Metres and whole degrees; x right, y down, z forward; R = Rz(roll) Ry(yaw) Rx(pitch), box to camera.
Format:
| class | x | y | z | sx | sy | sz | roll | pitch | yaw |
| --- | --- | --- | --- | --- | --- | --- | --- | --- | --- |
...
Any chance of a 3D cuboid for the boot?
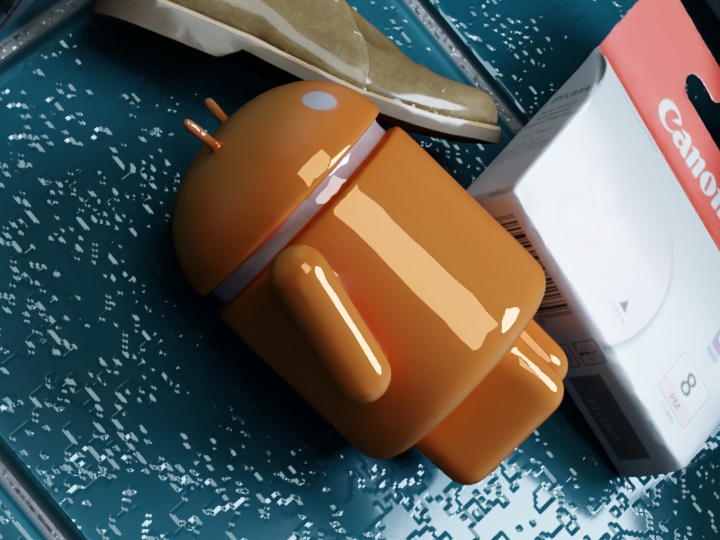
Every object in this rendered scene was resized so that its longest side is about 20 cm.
| class | x | y | z | sx | sy | sz | roll | pitch | yaw |
| --- | --- | --- | --- | --- | --- | --- | --- | --- | --- |
| boot | -0.017 | -0.113 | 1.188 | 0.199 | 0.074 | 0.076 | 22 | 83 | -18 |

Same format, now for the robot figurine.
| class | x | y | z | sx | sy | sz | roll | pitch | yaw |
| --- | --- | --- | --- | --- | --- | --- | --- | --- | --- |
| robot figurine | 0.000 | 0.000 | 1.129 | 0.200 | 0.117 | 0.144 | 44 | 54 | -4 |

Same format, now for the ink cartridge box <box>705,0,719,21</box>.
| class | x | y | z | sx | sy | sz | roll | pitch | yaw |
| --- | --- | --- | --- | --- | --- | --- | --- | --- | --- |
| ink cartridge box | 0.240 | -0.205 | 1.346 | 0.173 | 0.044 | 0.201 | -34 | 86 | -1 |

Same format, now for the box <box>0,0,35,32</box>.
| class | x | y | z | sx | sy | sz | roll | pitch | yaw |
| --- | --- | --- | --- | --- | --- | --- | --- | --- | --- |
| box | -0.181 | -0.220 | 1.137 | 0.200 | 0.104 | 0.148 | 45 | 54 | -4 |

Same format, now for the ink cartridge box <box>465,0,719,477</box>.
| class | x | y | z | sx | sy | sz | roll | pitch | yaw |
| --- | --- | --- | --- | --- | --- | --- | --- | --- | --- |
| ink cartridge box | 0.147 | -0.027 | 1.238 | 0.200 | 0.057 | 0.163 | -45 | 112 | -32 |
